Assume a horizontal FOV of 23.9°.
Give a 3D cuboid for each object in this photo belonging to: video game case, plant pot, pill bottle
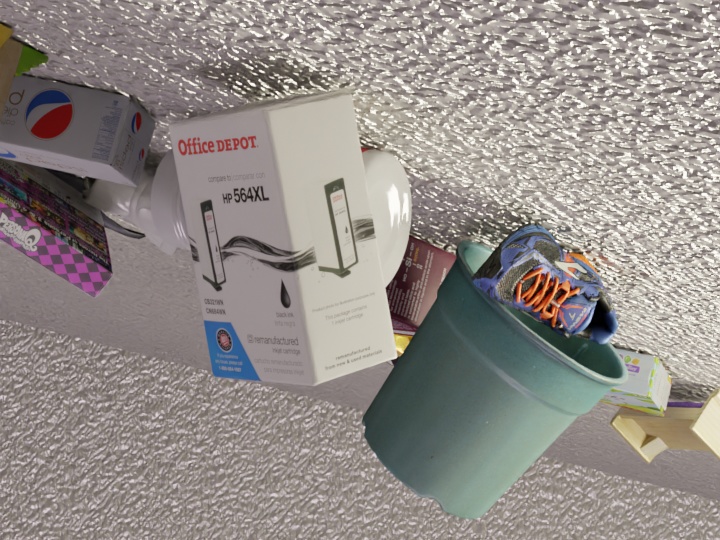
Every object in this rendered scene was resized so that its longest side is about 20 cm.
[{"bbox_3d":[-0.328,-0.071,1.601,0.199,0.036,0.182,35,-169,-25],"label":"video game case"},{"bbox_3d":[0.114,0.112,1.588,0.199,0.197,0.200,34,-165,-10],"label":"plant pot"},{"bbox_3d":[-0.069,-0.051,1.409,0.198,0.121,0.119,10,169,28],"label":"pill bottle"}]

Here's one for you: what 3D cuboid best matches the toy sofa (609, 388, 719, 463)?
[{"bbox_3d":[0.419,0.188,2.176,0.083,0.098,0.200,44,162,-16],"label":"toy sofa"}]

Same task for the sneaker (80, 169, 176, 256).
[{"bbox_3d":[-0.220,-0.074,1.705,0.115,0.074,0.200,29,173,-1],"label":"sneaker"}]

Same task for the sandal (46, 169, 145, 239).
[{"bbox_3d":[-0.288,-0.067,1.882,0.198,0.043,0.076,18,170,-16],"label":"sandal"}]

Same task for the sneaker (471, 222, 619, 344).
[{"bbox_3d":[0.171,0.016,1.491,0.199,0.076,0.079,15,-151,-51],"label":"sneaker"}]

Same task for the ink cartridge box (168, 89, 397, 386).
[{"bbox_3d":[-0.060,-0.025,1.265,0.084,0.202,0.145,-16,-171,-35],"label":"ink cartridge box"}]

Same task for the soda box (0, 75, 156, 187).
[{"bbox_3d":[-0.284,-0.128,1.472,0.198,0.064,0.068,13,170,16],"label":"soda box"}]

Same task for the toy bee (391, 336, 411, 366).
[{"bbox_3d":[0.056,0.083,2.011,0.198,0.110,0.131,17,168,-10],"label":"toy bee"}]

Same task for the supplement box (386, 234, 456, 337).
[{"bbox_3d":[0.000,0.000,1.690,0.199,0.087,0.110,23,168,-39],"label":"supplement box"}]

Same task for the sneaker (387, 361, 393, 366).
[{"bbox_3d":[0.042,0.090,2.164,0.198,0.076,0.088,11,170,21],"label":"sneaker"}]

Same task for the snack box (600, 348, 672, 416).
[{"bbox_3d":[0.269,0.121,2.057,0.198,0.054,0.142,12,168,21],"label":"snack box"}]

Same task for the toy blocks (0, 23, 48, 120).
[{"bbox_3d":[-0.351,-0.138,1.303,0.199,0.138,0.099,24,167,-41],"label":"toy blocks"}]
